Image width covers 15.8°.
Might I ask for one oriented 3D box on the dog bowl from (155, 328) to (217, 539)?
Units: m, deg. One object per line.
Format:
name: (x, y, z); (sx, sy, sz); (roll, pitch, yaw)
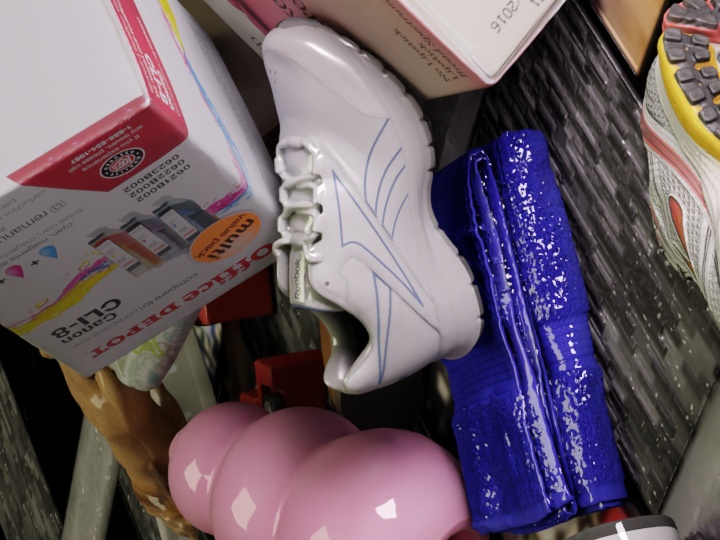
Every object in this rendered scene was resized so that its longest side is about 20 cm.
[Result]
dog bowl: (-0.118, 0.126, 1.743); (0.200, 0.058, 0.201); (164, 90, -83)

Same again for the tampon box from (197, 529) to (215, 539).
tampon box: (-0.023, 0.261, 1.554); (0.150, 0.126, 0.201); (-124, 33, -46)

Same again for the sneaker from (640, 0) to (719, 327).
sneaker: (0.168, -0.016, 1.088); (0.082, 0.077, 0.201); (109, 155, -54)

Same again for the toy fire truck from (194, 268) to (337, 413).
toy fire truck: (-0.058, 0.095, 1.676); (0.141, 0.049, 0.201); (-164, 67, -66)

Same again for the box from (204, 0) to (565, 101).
box: (0.011, -0.160, 1.280); (0.128, 0.109, 0.200); (43, 163, -16)

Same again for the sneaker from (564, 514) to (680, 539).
sneaker: (0.119, 0.207, 1.251); (0.200, 0.083, 0.121); (106, 153, -59)

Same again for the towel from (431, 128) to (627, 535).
towel: (0.071, 0.037, 1.351); (0.148, 0.049, 0.201); (151, 108, -65)

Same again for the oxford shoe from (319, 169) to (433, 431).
oxford shoe: (0.000, 0.000, 1.483); (0.071, 0.071, 0.201); (-122, 31, -51)

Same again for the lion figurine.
lion figurine: (-0.135, 0.091, 1.574); (0.200, 0.072, 0.123); (44, -169, -50)

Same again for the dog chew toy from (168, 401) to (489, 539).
dog chew toy: (-0.027, 0.134, 1.462); (0.199, 0.124, 0.125); (21, 121, 33)

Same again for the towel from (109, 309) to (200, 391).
towel: (-0.156, -0.050, 1.474); (0.200, 0.048, 0.171); (47, 144, 15)

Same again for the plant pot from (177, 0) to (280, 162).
plant pot: (-0.061, -0.159, 1.454); (0.174, 0.199, 0.200); (59, 153, 7)

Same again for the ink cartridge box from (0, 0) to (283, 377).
ink cartridge box: (-0.144, -0.065, 1.279); (0.145, 0.145, 0.200); (64, -170, 26)

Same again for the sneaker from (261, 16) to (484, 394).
sneaker: (-0.006, -0.028, 1.277); (0.074, 0.087, 0.201); (9, 126, 56)
